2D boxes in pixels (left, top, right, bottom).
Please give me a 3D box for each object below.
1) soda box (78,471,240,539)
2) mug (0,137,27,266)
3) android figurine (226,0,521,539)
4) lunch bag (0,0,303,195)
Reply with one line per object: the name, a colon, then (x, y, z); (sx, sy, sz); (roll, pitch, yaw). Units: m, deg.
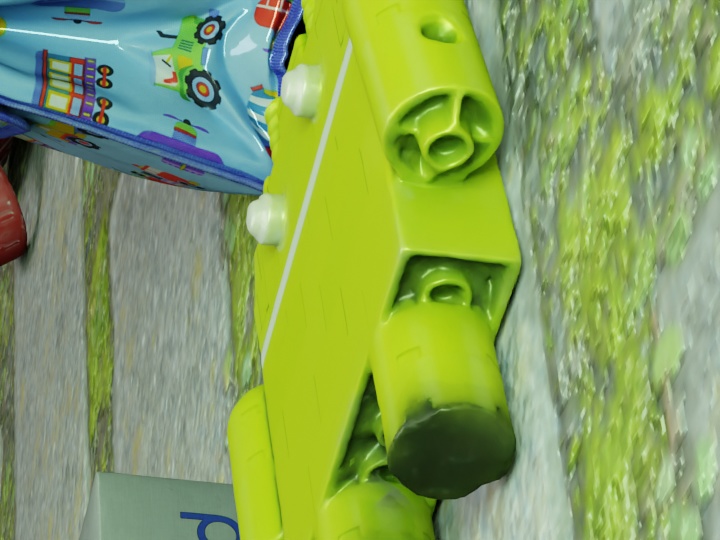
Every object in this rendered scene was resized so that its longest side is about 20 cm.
soda box: (-0.047, 0.155, 0.801); (0.201, 0.068, 0.064); (-97, 19, -44)
mug: (-0.256, -0.086, 1.635); (0.200, 0.132, 0.179); (130, 146, -72)
android figurine: (0.000, 0.000, 0.735); (0.201, 0.041, 0.183); (-101, 22, -46)
lunch bag: (-0.126, -0.084, 0.944); (0.151, 0.198, 0.095); (-163, 79, -76)
